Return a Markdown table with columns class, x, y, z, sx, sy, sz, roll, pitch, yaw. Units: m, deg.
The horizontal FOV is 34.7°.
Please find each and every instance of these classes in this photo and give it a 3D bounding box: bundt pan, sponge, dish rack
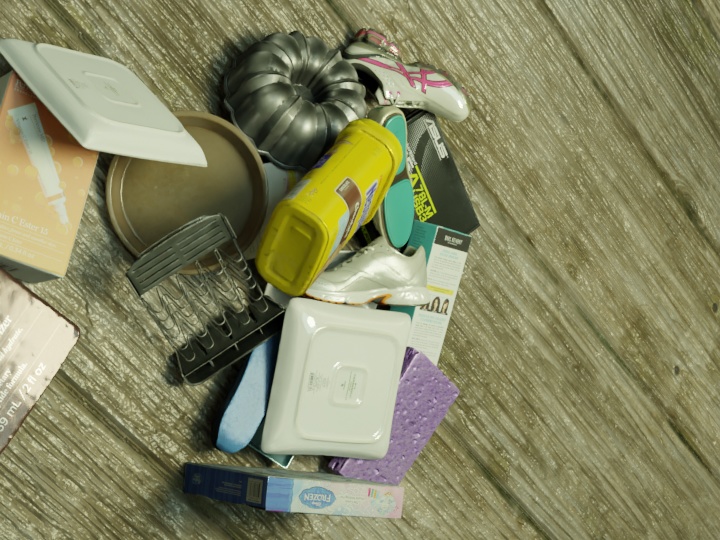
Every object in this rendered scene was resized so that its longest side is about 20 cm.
| class | x | y | z | sx | sy | sz | roll | pitch | yaw |
| --- | --- | --- | --- | --- | --- | --- | --- | --- | --- |
| bundt pan | -0.076 | -0.232 | 1.514 | 0.201 | 0.076 | 0.203 | 15 | 56 | -23 |
| sponge | 0.049 | 0.216 | 1.590 | 0.112 | 0.030 | 0.201 | 44 | 75 | -37 |
| dish rack | -0.187 | 0.031 | 1.392 | 0.153 | 0.055 | 0.201 | -34 | 136 | -11 |

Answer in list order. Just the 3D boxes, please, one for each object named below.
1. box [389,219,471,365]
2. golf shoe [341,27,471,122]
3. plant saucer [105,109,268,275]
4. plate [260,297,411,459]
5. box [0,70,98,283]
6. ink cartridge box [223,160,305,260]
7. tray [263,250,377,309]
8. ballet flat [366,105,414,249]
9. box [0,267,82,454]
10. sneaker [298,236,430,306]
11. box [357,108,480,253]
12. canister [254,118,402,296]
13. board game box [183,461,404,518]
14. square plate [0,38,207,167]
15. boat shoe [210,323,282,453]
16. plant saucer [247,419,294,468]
| class | x | y | z | sx | sy | sz | roll | pitch | yaw |
| --- | --- | --- | --- | --- | --- | --- | --- | --- | --- |
| box | 0.090 | 0.036 | 1.630 | 0.082 | 0.049 | 0.202 | 13 | 93 | -47 |
| golf shoe | 0.061 | -0.257 | 1.636 | 0.199 | 0.073 | 0.092 | 30 | 68 | 5 |
| plant saucer | -0.213 | -0.096 | 1.422 | 0.198 | 0.029 | 0.202 | 0 | 92 | -9 |
| plate | -0.022 | 0.146 | 1.486 | 0.199 | 0.032 | 0.201 | 10 | 93 | -35 |
| box | -0.380 | -0.101 | 1.300 | 0.124 | 0.097 | 0.202 | 21 | 72 | -34 |
| ink cartridge box | -0.097 | -0.088 | 1.530 | 0.199 | 0.067 | 0.117 | -16 | 95 | -37 |
| tray | -0.049 | 0.016 | 1.561 | 0.199 | 0.022 | 0.108 | -2 | 121 | -37 |
| ballet flat | 0.034 | -0.129 | 1.568 | 0.069 | 0.069 | 0.202 | -21 | 121 | -36 |
| box | -0.436 | 0.075 | 1.198 | 0.200 | 0.164 | 0.167 | 42 | 62 | -26 |
| sneaker | 0.000 | 0.000 | 1.534 | 0.198 | 0.076 | 0.093 | 1 | 90 | -26 |
| box | 0.068 | -0.106 | 1.666 | 0.193 | 0.047 | 0.201 | -35 | 109 | -32 |
| canister | -0.039 | -0.077 | 1.413 | 0.086 | 0.149 | 0.200 | 33 | 44 | 6 |
| board game box | -0.084 | 0.270 | 1.420 | 0.198 | 0.199 | 0.044 | 11 | 81 | -35 |
| square plate | -0.288 | -0.195 | 1.310 | 0.029 | 0.200 | 0.198 | -54 | 153 | 19 |
| boat shoe | -0.138 | 0.139 | 1.480 | 0.084 | 0.069 | 0.200 | 44 | 65 | -13 |
| plant saucer | -0.081 | 0.161 | 1.536 | 0.070 | 0.019 | 0.201 | 34 | 67 | -10 |
